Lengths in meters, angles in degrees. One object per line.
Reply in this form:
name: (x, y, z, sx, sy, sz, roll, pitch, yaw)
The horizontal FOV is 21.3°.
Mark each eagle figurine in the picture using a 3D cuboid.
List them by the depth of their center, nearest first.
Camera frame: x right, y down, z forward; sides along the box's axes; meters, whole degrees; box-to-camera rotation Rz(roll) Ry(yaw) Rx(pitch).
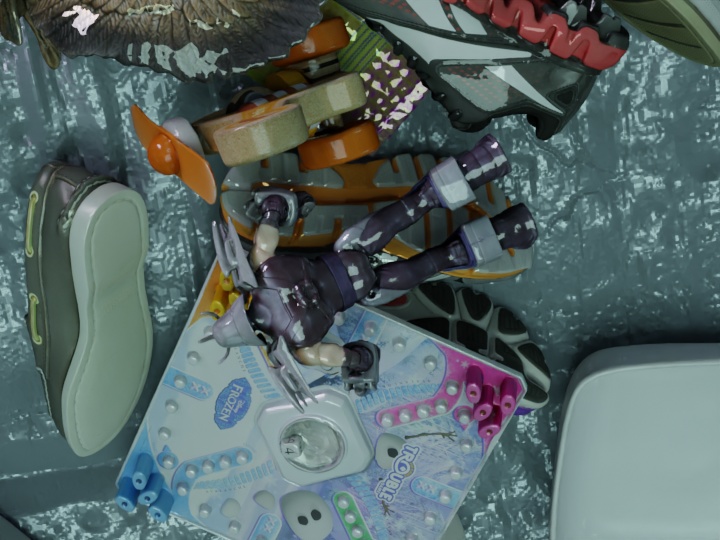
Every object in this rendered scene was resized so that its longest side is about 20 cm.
eagle figurine: (-0.133, -0.185, 1.020, 0.152, 0.200, 0.151, 29, 70, -50)

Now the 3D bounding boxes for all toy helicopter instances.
toy helicopter: (-0.061, -0.078, 1.022, 0.132, 0.200, 0.079, -16, 99, 1)

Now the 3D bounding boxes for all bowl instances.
bowl: (0.217, 0.131, 1.235, 0.199, 0.075, 0.201, 0, 115, -4)

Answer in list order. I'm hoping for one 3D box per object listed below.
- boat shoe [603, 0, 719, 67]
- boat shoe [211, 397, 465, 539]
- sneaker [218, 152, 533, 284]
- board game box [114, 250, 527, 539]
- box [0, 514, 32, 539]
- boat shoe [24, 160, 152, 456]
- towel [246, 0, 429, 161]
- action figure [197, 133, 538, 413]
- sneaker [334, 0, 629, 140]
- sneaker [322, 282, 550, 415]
boat shoe: (0.158, -0.191, 1.074, 0.200, 0.075, 0.069, 38, 80, -36)
boat shoe: (-0.025, 0.137, 1.226, 0.200, 0.072, 0.069, 31, 125, -20)
sneaker: (0.007, -0.023, 1.154, 0.199, 0.078, 0.077, 9, 145, -14)
board game box: (-0.029, 0.106, 1.159, 0.199, 0.026, 0.200, 24, 120, -5)
box: (-0.272, 0.271, 1.249, 0.200, 0.105, 0.184, -41, 111, 15)
boat shoe: (-0.170, 0.024, 1.164, 0.060, 0.072, 0.202, 29, 132, 27)
towel: (0.006, -0.172, 1.104, 0.143, 0.023, 0.200, 36, 107, -18)
action figure: (0.000, 0.000, 1.068, 0.200, 0.069, 0.130, -26, 100, -12)
sneaker: (0.047, -0.132, 1.074, 0.200, 0.071, 0.098, 19, 110, -14)
sneaker: (0.020, 0.054, 1.197, 0.199, 0.081, 0.084, 14, 132, -4)
